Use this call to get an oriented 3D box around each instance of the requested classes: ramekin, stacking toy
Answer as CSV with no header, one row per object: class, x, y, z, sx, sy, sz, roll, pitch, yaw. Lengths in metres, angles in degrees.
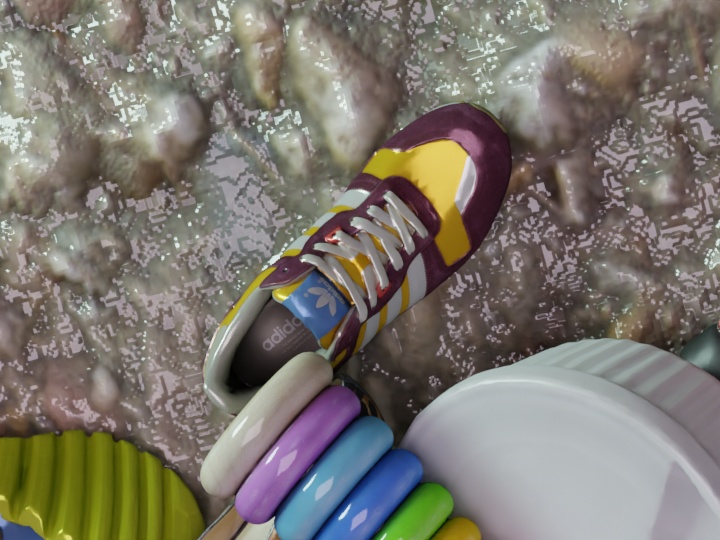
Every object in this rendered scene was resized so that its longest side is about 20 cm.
ramekin,0.121,0.126,1.140,0.202,0.094,0.202,15,119,30
stacking toy,0.022,0.132,1.108,0.200,0.085,0.085,41,104,5

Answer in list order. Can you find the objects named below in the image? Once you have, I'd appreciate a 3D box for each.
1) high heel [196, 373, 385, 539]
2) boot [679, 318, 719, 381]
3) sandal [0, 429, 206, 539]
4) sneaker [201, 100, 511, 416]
high heel,-0.076,0.130,1.168,0.200,0.071,0.143,-14,120,-29
boot,0.263,0.073,1.154,0.200,0.072,0.144,39,112,0
sandal,-0.180,0.130,1.243,0.200,0.080,0.087,14,140,0
sneaker,0.000,0.000,1.169,0.075,0.090,0.200,41,105,0
